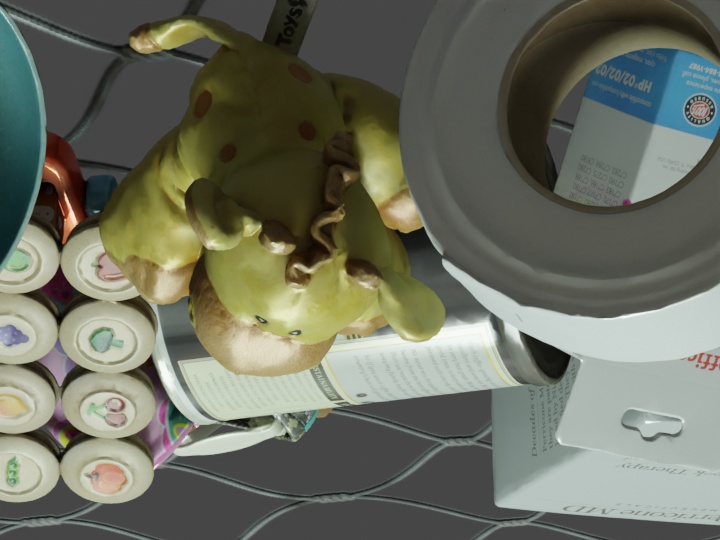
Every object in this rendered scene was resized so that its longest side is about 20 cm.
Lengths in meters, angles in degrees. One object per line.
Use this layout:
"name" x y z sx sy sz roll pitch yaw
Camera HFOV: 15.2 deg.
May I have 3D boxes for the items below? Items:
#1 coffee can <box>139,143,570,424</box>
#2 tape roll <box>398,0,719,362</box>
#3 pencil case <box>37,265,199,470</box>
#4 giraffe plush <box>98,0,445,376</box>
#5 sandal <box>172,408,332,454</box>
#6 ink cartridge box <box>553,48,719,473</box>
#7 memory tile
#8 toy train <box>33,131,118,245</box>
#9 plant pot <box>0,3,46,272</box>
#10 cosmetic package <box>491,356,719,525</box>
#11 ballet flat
"coffee can" 0.000 0.000 1.438 0.199 0.147 0.146 -8 159 18
"tape roll" 0.119 -0.063 1.189 0.202 0.203 0.071 -8 161 18
"pencil case" -0.173 0.027 1.467 0.200 0.087 0.087 48 143 -11
"giraffe plush" -0.031 -0.019 1.233 0.172 0.162 0.201 -2 125 -7
"sandal" -0.046 0.074 1.672 0.200 0.055 0.082 -30 -168 -33
"ink cartridge box" 0.152 -0.010 1.340 0.115 0.201 0.068 13 -171 -33
"memory tile" -0.179 0.048 1.387 0.153 0.017 0.200 4 131 -2
"toy train" -0.228 -0.048 1.347 0.199 0.056 0.151 -2 134 7
"plant pot" -0.261 -0.068 1.217 0.200 0.201 0.135 16 -169 -40
"cosmetic package" 0.186 0.038 1.531 0.167 0.167 0.200 6 160 -20
"ballet flat" -0.118 0.072 1.557 0.200 0.072 0.072 3 162 14
